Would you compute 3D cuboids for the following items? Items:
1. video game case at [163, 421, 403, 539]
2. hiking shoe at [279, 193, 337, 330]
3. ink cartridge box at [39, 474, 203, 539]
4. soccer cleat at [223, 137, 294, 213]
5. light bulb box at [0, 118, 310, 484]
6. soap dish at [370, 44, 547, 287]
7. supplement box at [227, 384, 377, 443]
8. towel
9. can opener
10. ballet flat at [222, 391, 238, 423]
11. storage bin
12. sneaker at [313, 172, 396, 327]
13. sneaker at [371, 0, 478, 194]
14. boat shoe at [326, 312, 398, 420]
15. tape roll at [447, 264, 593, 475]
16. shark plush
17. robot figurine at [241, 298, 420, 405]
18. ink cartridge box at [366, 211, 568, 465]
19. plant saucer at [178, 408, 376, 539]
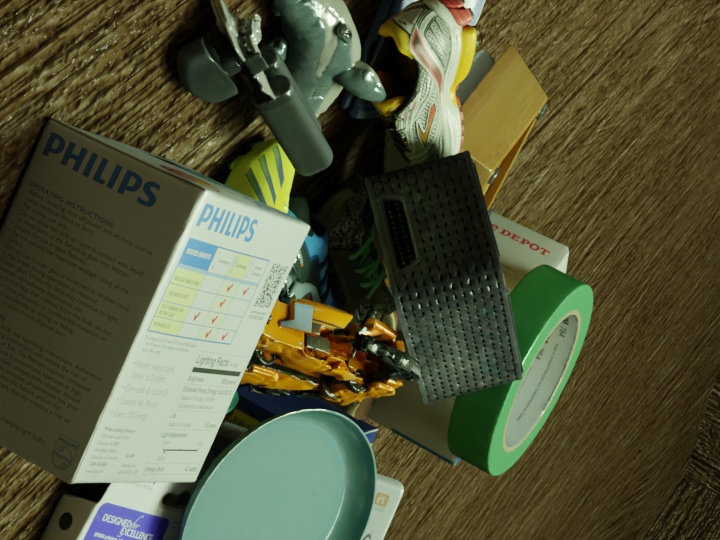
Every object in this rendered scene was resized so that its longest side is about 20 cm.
[{"bbox_3d":[-0.087,0.232,1.724,0.023,0.199,0.183,-121,-128,-72],"label":"video game case"},{"bbox_3d":[-0.046,-0.001,1.685,0.087,0.074,0.200,-65,165,-11],"label":"hiking shoe"},{"bbox_3d":[-0.186,0.241,1.611,0.201,0.043,0.198,-61,147,0],"label":"ink cartridge box"},{"bbox_3d":[-0.082,-0.025,1.520,0.201,0.083,0.065,-60,162,-46],"label":"soccer cleat"},{"bbox_3d":[-0.154,0.026,1.347,0.201,0.124,0.198,-66,161,3],"label":"light bulb box"},{"bbox_3d":[0.086,-0.087,1.849,0.158,0.081,0.201,-52,171,-44],"label":"soap dish"},{"bbox_3d":[-0.084,0.211,1.809,0.201,0.108,0.109,-67,161,11],"label":"supplement box"},{"bbox_3d":[0.051,-0.196,1.765,0.200,0.024,0.148,-7,121,-68],"label":"towel"},{"bbox_3d":[-0.075,-0.128,1.461,0.066,0.053,0.200,-27,150,8],"label":"can opener"},{"bbox_3d":[-0.161,0.104,1.560,0.063,0.069,0.200,-39,165,17],"label":"ballet flat"},{"bbox_3d":[0.073,0.009,1.717,0.200,0.093,0.136,71,5,-60],"label":"storage bin"},{"bbox_3d":[0.000,0.000,1.784,0.077,0.088,0.201,-47,155,-39],"label":"sneaker"},{"bbox_3d":[0.036,-0.140,1.681,0.082,0.078,0.201,-25,139,-29],"label":"sneaker"},{"bbox_3d":[-0.012,0.098,1.924,0.068,0.072,0.201,-45,161,-55],"label":"boat shoe"},{"bbox_3d":[0.152,0.094,1.923,0.201,0.048,0.201,-51,157,-32],"label":"tape roll"},{"bbox_3d":[-0.042,-0.165,1.495,0.083,0.091,0.200,-29,163,-3],"label":"shark plush"},{"bbox_3d":[-0.045,0.061,1.611,0.199,0.144,0.059,20,65,-46],"label":"robot figurine"},{"bbox_3d":[0.091,0.054,2.010,0.200,0.147,0.145,-47,155,-38],"label":"ink cartridge box"},{"bbox_3d":[-0.071,0.199,1.651,0.199,0.027,0.201,-22,126,-34],"label":"plant saucer"}]
